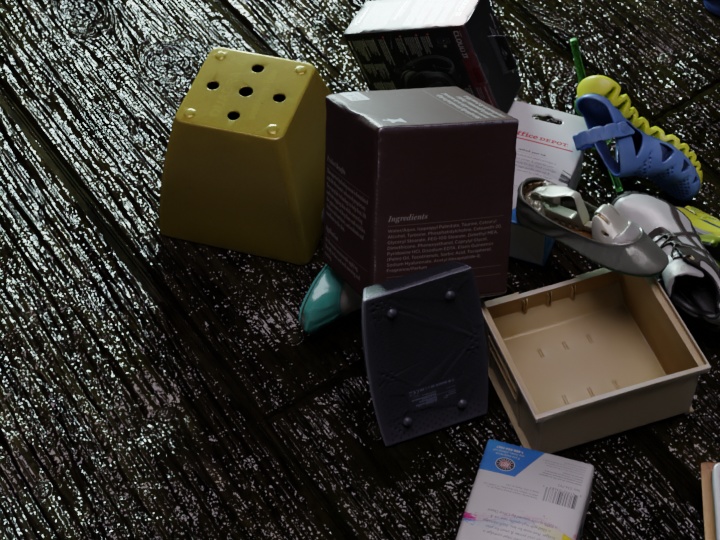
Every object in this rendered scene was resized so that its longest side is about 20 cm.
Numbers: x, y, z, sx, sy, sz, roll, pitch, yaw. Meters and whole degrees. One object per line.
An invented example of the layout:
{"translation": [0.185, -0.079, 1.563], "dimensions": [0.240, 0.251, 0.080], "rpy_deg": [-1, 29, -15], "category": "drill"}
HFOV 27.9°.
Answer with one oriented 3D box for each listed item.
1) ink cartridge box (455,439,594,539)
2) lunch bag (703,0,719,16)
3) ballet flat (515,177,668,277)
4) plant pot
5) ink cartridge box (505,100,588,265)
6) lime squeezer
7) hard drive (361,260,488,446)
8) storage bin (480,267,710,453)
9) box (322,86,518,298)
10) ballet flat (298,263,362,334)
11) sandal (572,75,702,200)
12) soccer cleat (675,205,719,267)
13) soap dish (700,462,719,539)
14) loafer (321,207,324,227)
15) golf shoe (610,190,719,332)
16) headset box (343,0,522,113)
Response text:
{"translation": [0.157, 0.279, 1.457], "dimensions": [0.116, 0.067, 0.200], "rpy_deg": [13, 52, 14], "category": "ink cartridge box"}
{"translation": [0.568, -0.415, 1.980], "dimensions": [0.200, 0.132, 0.136], "rpy_deg": [32, 58, 25], "category": "lunch bag"}
{"translation": [0.255, -0.052, 1.623], "dimensions": [0.200, 0.064, 0.067], "rpy_deg": [26, 49, 36], "category": "ballet flat"}
{"translation": [-0.130, -0.154, 1.764], "dimensions": [0.200, 0.177, 0.200], "rpy_deg": [13, 52, 12], "category": "plant pot"}
{"translation": [0.204, -0.111, 1.783], "dimensions": [0.116, 0.068, 0.200], "rpy_deg": [16, 53, 16], "category": "ink cartridge box"}
{"translation": [0.292, -0.193, 1.832], "dimensions": [0.038, 0.071, 0.200], "rpy_deg": [-16, 90, 20], "category": "lime squeezer"}
{"translation": [0.066, 0.086, 1.545], "dimensions": [0.135, 0.200, 0.042], "rpy_deg": [-17, 36, -11], "category": "hard drive"}
{"translation": [0.245, 0.085, 1.600], "dimensions": [0.200, 0.094, 0.199], "rpy_deg": [-16, 51, -10], "category": "storage bin"}
{"translation": [0.061, -0.083, 1.584], "dimensions": [0.164, 0.200, 0.166], "rpy_deg": [-5, 21, -20], "category": "box"}
{"translation": [0.000, 0.000, 1.698], "dimensions": [0.070, 0.067, 0.200], "rpy_deg": [14, 50, 23], "category": "ballet flat"}
{"translation": [0.329, -0.144, 1.765], "dimensions": [0.200, 0.079, 0.087], "rpy_deg": [36, 65, -10], "category": "sandal"}
{"translation": [0.411, -0.045, 1.721], "dimensions": [0.200, 0.065, 0.084], "rpy_deg": [15, 50, 15], "category": "soccer cleat"}
{"translation": [0.417, 0.288, 1.429], "dimensions": [0.157, 0.081, 0.200], "rpy_deg": [3, 50, 5], "category": "soap dish"}
{"translation": [-0.002, -0.113, 1.797], "dimensions": [0.063, 0.072, 0.200], "rpy_deg": [19, 44, 22], "category": "loafer"}
{"translation": [0.356, -0.016, 1.643], "dimensions": [0.200, 0.094, 0.078], "rpy_deg": [47, 107, 17], "category": "golf shoe"}
{"translation": [0.100, -0.266, 1.825], "dimensions": [0.200, 0.149, 0.077], "rpy_deg": [1, 45, 34], "category": "headset box"}
